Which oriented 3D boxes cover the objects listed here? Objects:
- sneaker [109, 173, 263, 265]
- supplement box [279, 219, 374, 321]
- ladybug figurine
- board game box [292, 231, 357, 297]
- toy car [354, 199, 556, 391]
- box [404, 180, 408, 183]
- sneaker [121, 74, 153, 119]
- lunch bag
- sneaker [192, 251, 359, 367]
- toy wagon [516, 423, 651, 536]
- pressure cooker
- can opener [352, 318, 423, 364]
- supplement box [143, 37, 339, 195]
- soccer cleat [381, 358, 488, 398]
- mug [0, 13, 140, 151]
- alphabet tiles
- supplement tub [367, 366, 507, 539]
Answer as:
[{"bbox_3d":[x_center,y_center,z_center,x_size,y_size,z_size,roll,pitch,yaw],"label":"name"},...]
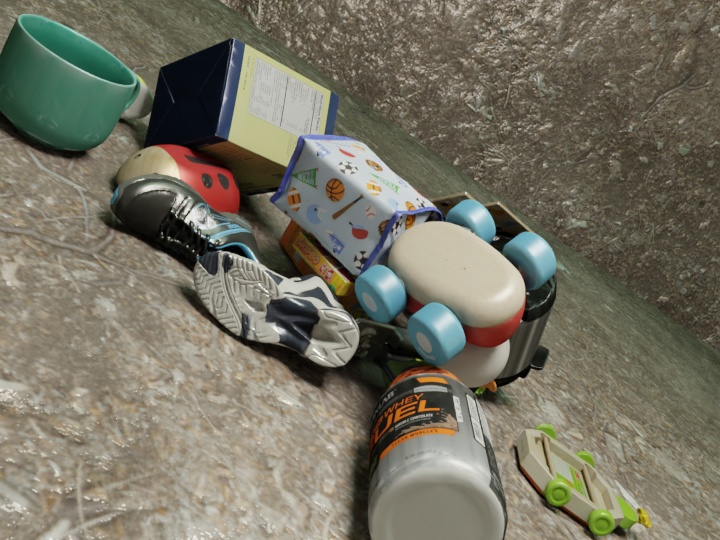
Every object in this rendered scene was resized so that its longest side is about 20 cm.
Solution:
[{"bbox_3d":[-0.194,-0.049,0.911,0.197,0.074,0.082,21,22,-39],"label":"sneaker"},{"bbox_3d":[-0.041,-0.002,1.099,0.066,0.070,0.201,19,23,-41],"label":"supplement box"},{"bbox_3d":[-0.226,-0.113,1.019,0.135,0.073,0.199,42,18,21],"label":"ladybug figurine"},{"bbox_3d":[0.000,0.000,1.022,0.096,0.030,0.199,47,16,27],"label":"board game box"},{"bbox_3d":[0.113,0.061,0.915,0.183,0.203,0.176,-34,47,-26],"label":"toy car"},{"bbox_3d":[0.031,-0.116,1.461,0.150,0.107,0.201,27,20,-25],"label":"box"},{"bbox_3d":[-0.402,-0.297,1.157,0.197,0.077,0.106,23,20,-33],"label":"sneaker"},{"bbox_3d":[0.008,-0.084,1.003,0.169,0.125,0.199,41,26,15],"label":"lunch bag"},{"bbox_3d":[-0.093,0.036,0.892,0.195,0.081,0.130,20,4,-4],"label":"sneaker"},{"bbox_3d":[0.294,0.288,1.030,0.198,0.040,0.155,36,17,-4],"label":"toy wagon"},{"bbox_3d":[0.179,0.067,1.131,0.174,0.203,0.178,-11,45,-18],"label":"pressure cooker"},{"bbox_3d":[0.034,0.088,1.027,0.198,0.054,0.067,17,25,-49],"label":"can opener"},{"bbox_3d":[-0.170,-0.209,1.124,0.197,0.138,0.197,19,-13,-42],"label":"supplement box"},{"bbox_3d":[0.101,0.140,1.002,0.084,0.065,0.198,43,19,32],"label":"soccer cleat"},{"bbox_3d":[-0.356,-0.215,0.963,0.183,0.115,0.153,22,21,-39],"label":"mug"},{"bbox_3d":[0.182,-0.056,1.159,0.198,0.006,0.165,34,-24,-32],"label":"alphabet tiles"},{"bbox_3d":[0.067,0.179,0.734,0.121,0.124,0.201,32,17,-9],"label":"supplement tub"}]
